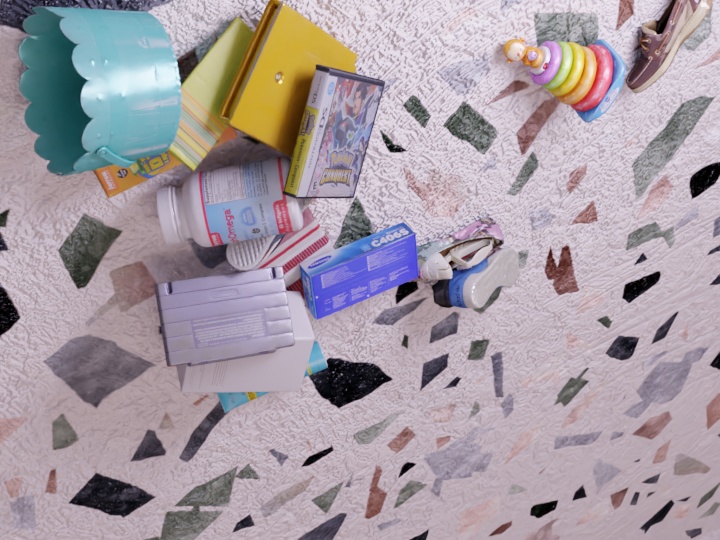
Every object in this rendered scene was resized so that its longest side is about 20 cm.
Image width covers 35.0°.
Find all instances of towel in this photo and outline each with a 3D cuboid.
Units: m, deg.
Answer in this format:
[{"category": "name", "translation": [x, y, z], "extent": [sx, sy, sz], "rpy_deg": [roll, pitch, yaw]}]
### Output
[{"category": "towel", "translation": [-0.111, -0.011, 1.865], "extent": [0.144, 0.023, 0.200], "rpy_deg": [-35, 141, -3]}, {"category": "towel", "translation": [-0.195, -0.235, 1.522], "extent": [0.086, 0.018, 0.201], "rpy_deg": [43, 75, -28]}]

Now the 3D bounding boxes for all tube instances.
[{"category": "tube", "translation": [-0.157, 0.184, 2.004], "extent": [0.199, 0.050, 0.078], "rpy_deg": [-22, 126, -7]}]

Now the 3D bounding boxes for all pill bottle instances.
[{"category": "pill bottle", "translation": [-0.187, -0.094, 1.645], "extent": [0.198, 0.109, 0.109], "rpy_deg": [-11, 137, 0]}]

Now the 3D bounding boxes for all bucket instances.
[{"category": "bucket", "translation": [-0.317, -0.221, 1.389], "extent": [0.134, 0.207, 0.208], "rpy_deg": [-11, 134, -34]}]

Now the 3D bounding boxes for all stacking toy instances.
[{"category": "stacking toy", "translation": [0.307, -0.322, 1.798], "extent": [0.199, 0.110, 0.116], "rpy_deg": [15, 123, -29]}]

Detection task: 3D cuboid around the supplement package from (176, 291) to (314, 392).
[{"category": "supplement package", "translation": [-0.190, 0.112, 1.829], "extent": [0.198, 0.120, 0.122], "rpy_deg": [2, 128, -21]}]

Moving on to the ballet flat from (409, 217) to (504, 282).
[{"category": "ballet flat", "translation": [0.162, -0.025, 1.990], "extent": [0.199, 0.071, 0.069], "rpy_deg": [-27, 137, -8]}]

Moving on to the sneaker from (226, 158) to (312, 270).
[{"category": "sneaker", "translation": [-0.134, -0.089, 1.739], "extent": [0.200, 0.078, 0.079], "rpy_deg": [-50, -178, -1]}]

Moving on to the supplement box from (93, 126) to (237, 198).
[{"category": "supplement box", "translation": [-0.275, -0.178, 1.565], "extent": [0.199, 0.069, 0.067], "rpy_deg": [-26, 137, -7]}]

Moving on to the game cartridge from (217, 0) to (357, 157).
[{"category": "game cartridge", "translation": [-0.094, -0.253, 1.576], "extent": [0.200, 0.032, 0.177], "rpy_deg": [23, 93, -57]}]

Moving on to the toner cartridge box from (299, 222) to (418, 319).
[{"category": "toner cartridge box", "translation": [0.000, 0.000, 1.902], "extent": [0.199, 0.043, 0.096], "rpy_deg": [-22, 130, -19]}]

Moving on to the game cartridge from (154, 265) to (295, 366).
[{"category": "game cartridge", "translation": [-0.204, 0.070, 1.726], "extent": [0.198, 0.038, 0.131], "rpy_deg": [-8, 89, -21]}]

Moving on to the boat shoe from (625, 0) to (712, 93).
[{"category": "boat shoe", "translation": [0.491, -0.385, 1.882], "extent": [0.072, 0.072, 0.200], "rpy_deg": [26, 127, -12]}]

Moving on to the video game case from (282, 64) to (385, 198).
[{"category": "video game case", "translation": [-0.034, -0.192, 1.628], "extent": [0.200, 0.025, 0.182], "rpy_deg": [-8, 115, -66]}]

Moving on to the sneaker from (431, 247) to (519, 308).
[{"category": "sneaker", "translation": [0.202, 0.013, 2.061], "extent": [0.200, 0.110, 0.077], "rpy_deg": [-38, 119, -48]}]
